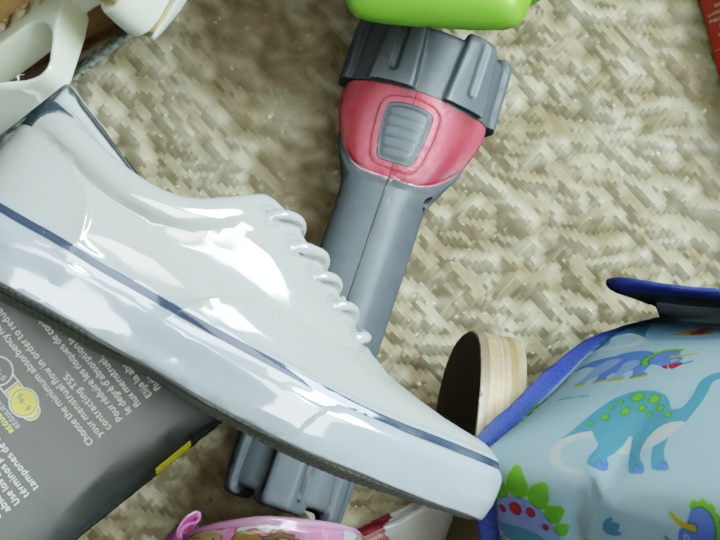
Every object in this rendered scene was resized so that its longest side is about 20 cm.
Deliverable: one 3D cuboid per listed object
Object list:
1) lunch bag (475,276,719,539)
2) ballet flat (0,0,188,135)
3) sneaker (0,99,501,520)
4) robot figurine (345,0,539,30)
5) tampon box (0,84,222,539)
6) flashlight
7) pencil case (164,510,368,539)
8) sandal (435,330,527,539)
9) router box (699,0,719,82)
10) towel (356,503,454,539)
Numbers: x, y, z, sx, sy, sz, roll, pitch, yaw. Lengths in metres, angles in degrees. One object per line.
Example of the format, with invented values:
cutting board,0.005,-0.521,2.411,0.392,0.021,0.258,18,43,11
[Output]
lunch bag,0.162,0.068,0.786,0.200,0.170,0.128,-35,121,-46
ballet flat,-0.103,-0.099,0.790,0.200,0.072,0.072,-35,95,15
sneaker,-0.034,0.013,0.685,0.200,0.073,0.071,30,81,-11
robot figurine,0.046,-0.179,0.819,0.115,0.176,0.200,4,49,18
tampon box,-0.150,0.051,0.771,0.200,0.150,0.126,-39,94,-11
flashlight,0.000,0.000,0.846,0.068,0.068,0.201,24,81,-39
pencil case,-0.031,0.190,0.784,0.083,0.086,0.201,-14,69,26
sandal,0.060,0.133,0.828,0.069,0.078,0.212,11,80,-15
router box,0.252,-0.110,0.913,0.199,0.049,0.180,-15,90,-12
towel,0.062,0.154,0.875,0.200,0.023,0.144,-26,93,-11
